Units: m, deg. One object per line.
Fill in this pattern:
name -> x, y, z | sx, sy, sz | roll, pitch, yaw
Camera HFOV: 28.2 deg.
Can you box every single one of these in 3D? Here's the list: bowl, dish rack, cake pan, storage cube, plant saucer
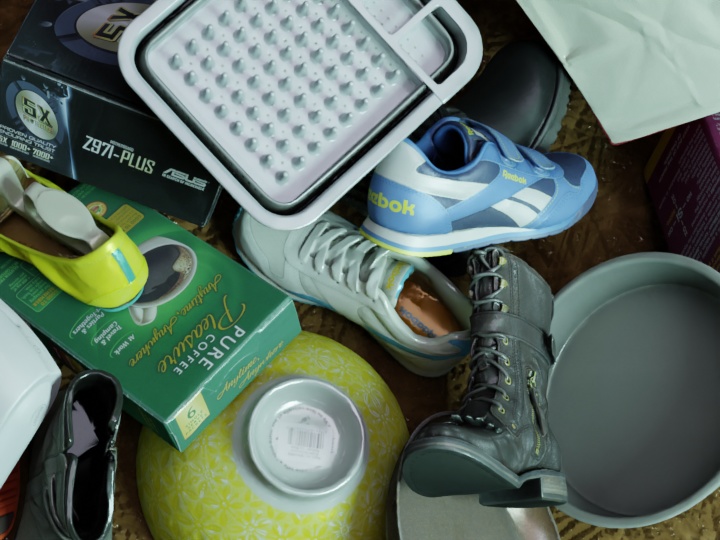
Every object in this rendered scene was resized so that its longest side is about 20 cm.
bowl -> -0.047, 0.125, 0.975 | 0.200, 0.108, 0.200 | 5, 70, -15
dish rack -> -0.040, -0.138, 0.931 | 0.200, 0.044, 0.172 | -43, 93, -15
cake pan -> 0.198, 0.086, 1.015 | 0.037, 0.200, 0.201 | 29, 59, -46
storage cube -> 0.240, -0.230, 1.082 | 0.171, 0.200, 0.180 | 51, 43, -26
plant saucer -> 0.078, 0.196, 0.980 | 0.200, 0.032, 0.200 | 32, 45, -40

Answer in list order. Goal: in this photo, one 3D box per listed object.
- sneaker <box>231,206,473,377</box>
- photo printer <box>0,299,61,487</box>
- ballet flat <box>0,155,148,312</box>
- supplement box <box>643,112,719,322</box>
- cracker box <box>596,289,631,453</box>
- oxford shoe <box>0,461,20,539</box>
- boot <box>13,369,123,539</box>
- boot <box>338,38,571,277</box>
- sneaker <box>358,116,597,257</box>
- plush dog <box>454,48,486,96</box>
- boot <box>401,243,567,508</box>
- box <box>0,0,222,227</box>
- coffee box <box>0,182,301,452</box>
sneaker -> 0.000, 0.000, 1.047 | 0.200, 0.081, 0.077 | 30, 68, -3
photo printer -> -0.289, 0.091, 0.883 | 0.166, 0.069, 0.200 | 33, 95, 12
ballet flat -> -0.222, -0.040, 0.959 | 0.200, 0.067, 0.067 | 28, 63, 28
supplement box -> 0.314, -0.038, 1.100 | 0.131, 0.103, 0.200 | 8, 44, -13
cracker box -> 0.274, 0.095, 1.104 | 0.200, 0.058, 0.134 | 11, 69, -11
oxford shoe -> -0.284, 0.088, 0.955 | 0.072, 0.071, 0.200 | -20, 84, 13
boot -> -0.183, 0.165, 0.900 | 0.068, 0.131, 0.200 | 1, 83, -18
boot -> 0.063, -0.115, 1.057 | 0.158, 0.079, 0.211 | 38, 71, -36
sneaker -> 0.090, -0.065, 0.994 | 0.200, 0.074, 0.082 | -13, 115, -36
plush dog -> 0.021, -0.212, 1.105 | 0.200, 0.160, 0.172 | 6, 83, -40
boot -> 0.084, 0.066, 0.967 | 0.069, 0.200, 0.174 | -9, 71, 27
box -> -0.151, -0.152, 1.020 | 0.164, 0.086, 0.200 | 21, 46, -7
coffee box -> -0.152, 0.024, 0.968 | 0.200, 0.044, 0.123 | 30, 63, 28
